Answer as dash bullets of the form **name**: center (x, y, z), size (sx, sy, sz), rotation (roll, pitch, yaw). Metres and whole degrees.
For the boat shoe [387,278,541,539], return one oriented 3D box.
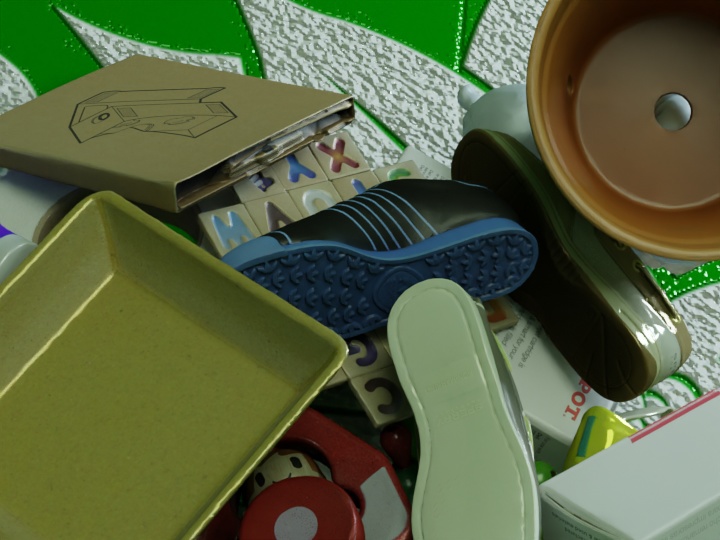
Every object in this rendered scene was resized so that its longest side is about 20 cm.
- **boat shoe**: center (0.063, 0.104, 0.940), size (0.072, 0.060, 0.202), rotation (-19, 64, 17)

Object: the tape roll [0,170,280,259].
- **tape roll**: center (-0.147, -0.011, 1.061), size (0.202, 0.037, 0.203), rotation (-2, 44, 2)

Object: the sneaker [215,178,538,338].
- **sneaker**: center (0.002, -0.012, 1.008), size (0.200, 0.070, 0.078), rotation (-7, 34, -21)

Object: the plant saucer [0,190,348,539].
- **plant saucer**: center (-0.133, 0.077, 0.920), size (0.200, 0.048, 0.200), rotation (31, 70, 29)

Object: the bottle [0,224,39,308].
- **bottle**: center (-0.276, -0.028, 1.017), size (0.200, 0.065, 0.084), rotation (22, 52, 26)

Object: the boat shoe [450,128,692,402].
- **boat shoe**: center (0.130, -0.008, 1.066), size (0.066, 0.074, 0.200), rotation (-16, 65, -40)

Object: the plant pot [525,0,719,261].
- **plant pot**: center (0.196, -0.102, 1.032), size (0.199, 0.140, 0.201), rotation (0, 88, 3)

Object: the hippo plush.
- **hippo plush**: center (0.154, -0.074, 1.152), size (0.160, 0.200, 0.159), rotation (-12, 40, -14)

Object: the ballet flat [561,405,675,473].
- **ballet flat**: center (0.195, 0.120, 1.052), size (0.200, 0.067, 0.067), rotation (16, 75, -46)

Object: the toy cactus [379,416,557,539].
- **toy cactus**: center (0.057, 0.171, 1.012), size (0.165, 0.102, 0.200), rotation (-34, 96, -12)

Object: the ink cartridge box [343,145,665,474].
- **ink cartridge box**: center (0.076, 0.034, 1.111), size (0.200, 0.084, 0.145), rotation (30, 55, 4)

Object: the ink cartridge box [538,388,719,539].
- **ink cartridge box**: center (0.187, 0.192, 0.970), size (0.145, 0.200, 0.085), rotation (-24, 30, -28)

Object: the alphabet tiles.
- **alphabet tiles**: center (0.000, 0.000, 1.040), size (0.166, 0.006, 0.200), rotation (-16, 62, -34)

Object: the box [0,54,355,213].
- **box**: center (-0.130, -0.091, 1.085), size (0.200, 0.021, 0.163), rotation (15, 33, 37)

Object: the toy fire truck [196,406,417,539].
- **toy fire truck**: center (-0.075, 0.147, 0.960), size (0.200, 0.112, 0.168), rotation (-26, 53, -4)
